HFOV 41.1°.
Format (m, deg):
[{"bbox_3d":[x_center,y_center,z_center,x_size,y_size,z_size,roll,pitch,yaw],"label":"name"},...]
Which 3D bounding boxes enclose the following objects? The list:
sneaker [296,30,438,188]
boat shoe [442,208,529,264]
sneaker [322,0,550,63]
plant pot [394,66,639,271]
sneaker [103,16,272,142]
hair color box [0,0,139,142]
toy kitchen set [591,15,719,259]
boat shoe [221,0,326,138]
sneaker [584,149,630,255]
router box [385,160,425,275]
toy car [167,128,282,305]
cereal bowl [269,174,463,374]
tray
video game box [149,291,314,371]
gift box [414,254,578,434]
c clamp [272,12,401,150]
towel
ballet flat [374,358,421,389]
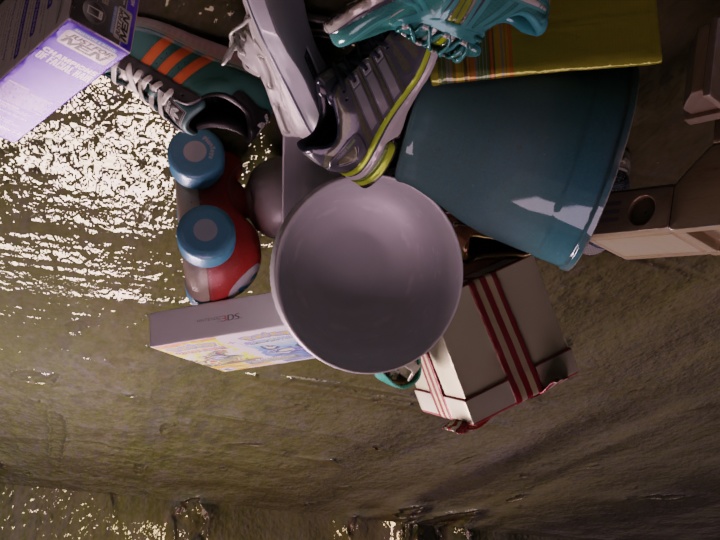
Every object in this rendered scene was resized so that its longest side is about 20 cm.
[{"bbox_3d":[0.008,-0.171,0.838,0.080,0.074,0.202,8,111,-33],"label":"sneaker"},{"bbox_3d":[0.124,-0.046,1.185,0.198,0.069,0.072,-6,153,16],"label":"boat shoe"},{"bbox_3d":[0.068,-0.205,0.767,0.198,0.080,0.077,-16,-168,-16],"label":"sneaker"},{"bbox_3d":[0.137,-0.125,0.908,0.186,0.202,0.200,18,154,3],"label":"plant pot"},{"bbox_3d":[-0.179,-0.179,0.914,0.198,0.081,0.071,13,154,-9],"label":"sneaker"},{"bbox_3d":[-0.274,-0.205,0.846,0.065,0.110,0.199,24,147,-38],"label":"hair color box"},{"bbox_3d":[0.285,-0.133,0.878,0.162,0.202,0.180,22,164,-37],"label":"toy kitchen set"},{"bbox_3d":[-0.087,-0.200,0.864,0.085,0.075,0.203,-2,141,21],"label":"boat shoe"},{"bbox_3d":[0.273,-0.058,1.129,0.077,0.087,0.200,-1,153,8],"label":"sneaker"},{"bbox_3d":[-0.004,-0.039,1.118,0.198,0.151,0.051,-13,150,29],"label":"router box"},{"bbox_3d":[-0.107,-0.061,1.080,0.198,0.179,0.185,-7,161,-9],"label":"toy car"},{"bbox_3d":[0.000,0.000,0.979,0.198,0.202,0.083,11,-177,-18],"label":"cereal bowl"},{"bbox_3d":[-0.029,-0.098,0.993,0.106,0.022,0.202,0,124,-7],"label":"tray"},{"bbox_3d":[-0.113,0.072,1.114,0.198,0.047,0.182,-10,160,18],"label":"video game box"},{"bbox_3d":[0.152,0.098,1.220,0.183,0.188,0.200,-23,-173,-13],"label":"gift box"},{"bbox_3d":[-0.020,-0.188,0.963,0.169,0.027,0.200,7,155,2],"label":"c clamp"},{"bbox_3d":[0.156,-0.209,0.834,0.198,0.087,0.018,-3,167,9],"label":"towel"},{"bbox_3d":[0.035,0.089,1.124,0.070,0.068,0.200,23,166,24],"label":"ballet flat"}]
